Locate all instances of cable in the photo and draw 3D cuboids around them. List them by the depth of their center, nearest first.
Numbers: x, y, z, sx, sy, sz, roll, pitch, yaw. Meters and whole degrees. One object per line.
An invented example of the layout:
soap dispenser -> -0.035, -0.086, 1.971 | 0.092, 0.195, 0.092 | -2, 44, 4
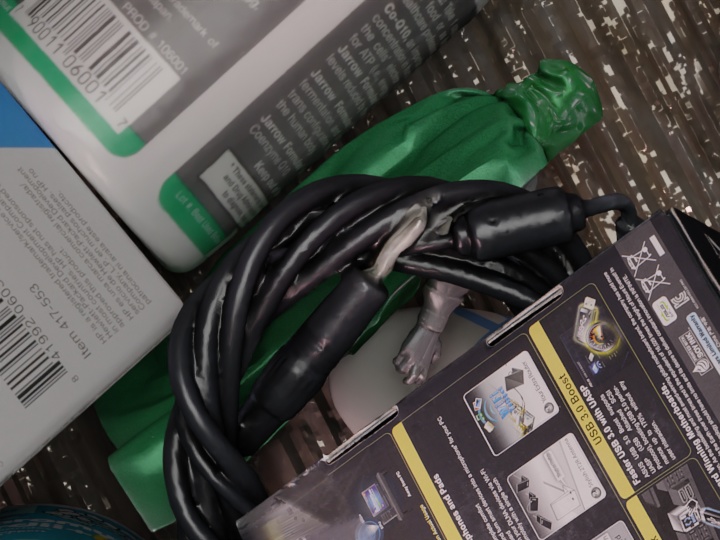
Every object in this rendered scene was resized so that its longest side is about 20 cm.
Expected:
cable -> 0.020, 0.070, 0.746 | 0.162, 0.051, 0.201 | -5, 108, -14

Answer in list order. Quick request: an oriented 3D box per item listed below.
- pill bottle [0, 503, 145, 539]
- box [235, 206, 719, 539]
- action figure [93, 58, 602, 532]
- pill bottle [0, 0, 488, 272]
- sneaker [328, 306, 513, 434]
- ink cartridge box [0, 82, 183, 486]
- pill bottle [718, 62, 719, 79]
pill bottle -> -0.102, 0.132, 0.745 | 0.110, 0.200, 0.112 | 0, 90, -6
box -> 0.076, 0.110, 0.643 | 0.161, 0.049, 0.201 | -37, 66, 17
action figure -> 0.000, 0.000, 0.799 | 0.200, 0.118, 0.055 | -40, 124, 4
pill bottle -> -0.025, -0.104, 0.814 | 0.200, 0.113, 0.113 | -42, 85, -3
sneaker -> 0.080, 0.069, 0.816 | 0.199, 0.072, 0.072 | 28, 87, 5
ink cartridge box -> -0.172, 0.023, 0.721 | 0.147, 0.086, 0.200 | 50, 49, -5
pill bottle -> 0.233, -0.078, 0.803 | 0.199, 0.120, 0.120 | 24, 85, 3
